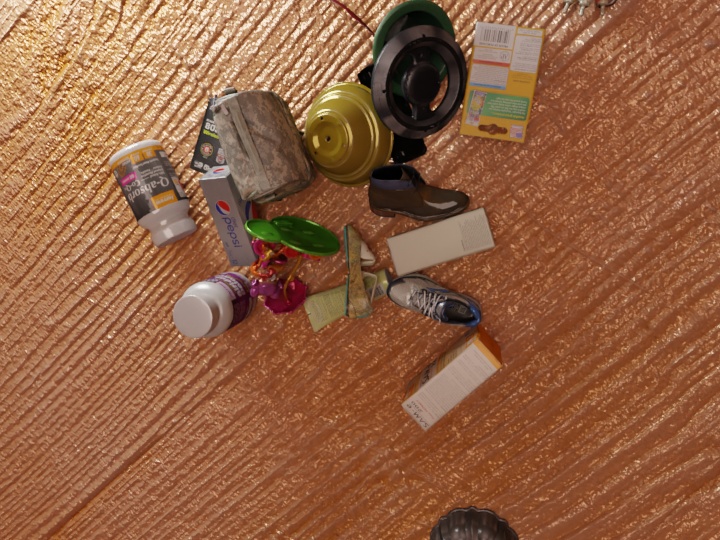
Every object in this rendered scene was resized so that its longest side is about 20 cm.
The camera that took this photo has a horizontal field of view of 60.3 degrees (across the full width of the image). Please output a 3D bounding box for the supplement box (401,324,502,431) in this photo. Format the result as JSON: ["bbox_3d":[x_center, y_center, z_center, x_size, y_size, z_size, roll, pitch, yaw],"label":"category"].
[{"bbox_3d":[0.180,0.206,1.218,0.200,0.126,0.074,-44,90,14],"label":"supplement box"}]

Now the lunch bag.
[{"bbox_3d":[-0.183,-0.226,1.132,0.138,0.168,0.202,-21,95,7],"label":"lunch bag"}]

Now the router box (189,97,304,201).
[{"bbox_3d":[-0.232,-0.245,1.261,0.198,0.062,0.151,21,101,7],"label":"router box"}]

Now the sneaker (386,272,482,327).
[{"bbox_3d":[0.148,0.061,1.207,0.198,0.085,0.078,15,101,-3],"label":"sneaker"}]

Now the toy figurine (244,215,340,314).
[{"bbox_3d":[-0.160,0.004,1.242,0.150,0.198,0.186,49,126,46],"label":"toy figurine"}]

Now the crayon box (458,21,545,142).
[{"bbox_3d":[0.260,-0.346,1.152,0.124,0.052,0.202,10,100,10],"label":"crayon box"}]

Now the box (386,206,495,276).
[{"bbox_3d":[0.157,-0.056,1.210,0.198,0.068,0.083,-16,95,14],"label":"box"}]

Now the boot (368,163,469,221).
[{"bbox_3d":[0.107,-0.150,1.182,0.198,0.097,0.075,0,56,12],"label":"boot"}]

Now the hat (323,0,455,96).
[{"bbox_3d":[0.067,-0.454,1.190,0.165,0.176,0.201,-33,129,0],"label":"hat"}]

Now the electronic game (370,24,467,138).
[{"bbox_3d":[0.110,-0.344,1.140,0.198,0.042,0.202,-11,117,-22],"label":"electronic game"}]

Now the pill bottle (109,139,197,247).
[{"bbox_3d":[-0.426,-0.158,1.288,0.115,0.116,0.202,-26,93,14],"label":"pill bottle"}]

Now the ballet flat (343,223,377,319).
[{"bbox_3d":[0.000,0.000,1.226,0.070,0.071,0.202,-7,65,12],"label":"ballet flat"}]

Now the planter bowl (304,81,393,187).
[{"bbox_3d":[-0.043,-0.253,1.181,0.198,0.083,0.203,10,110,27],"label":"planter bowl"}]

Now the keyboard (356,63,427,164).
[{"bbox_3d":[0.048,-0.303,1.218,0.103,0.040,0.202,-23,93,-9],"label":"keyboard"}]

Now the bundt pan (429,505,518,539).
[{"bbox_3d":[0.238,0.606,1.297,0.199,0.076,0.204,2,99,10],"label":"bundt pan"}]

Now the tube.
[{"bbox_3d":[-0.026,0.055,1.279,0.198,0.058,0.052,-25,136,17],"label":"tube"}]

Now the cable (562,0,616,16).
[{"bbox_3d":[0.417,-0.547,1.088,0.096,0.050,0.202,7,101,7],"label":"cable"}]

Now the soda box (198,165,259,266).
[{"bbox_3d":[-0.250,-0.108,1.247,0.068,0.064,0.202,-2,122,22],"label":"soda box"}]

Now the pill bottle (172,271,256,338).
[{"bbox_3d":[-0.294,0.071,1.254,0.111,0.200,0.114,2,100,11],"label":"pill bottle"}]
